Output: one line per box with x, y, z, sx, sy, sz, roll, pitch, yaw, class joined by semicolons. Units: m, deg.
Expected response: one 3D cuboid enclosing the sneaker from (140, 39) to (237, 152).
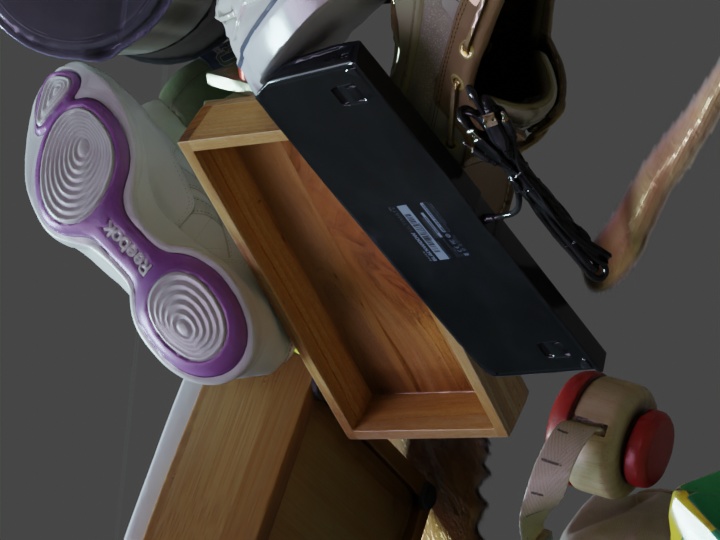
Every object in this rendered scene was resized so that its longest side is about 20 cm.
-0.048;-0.062;1.203;0.067;0.090;0.200;43;177;39;sneaker

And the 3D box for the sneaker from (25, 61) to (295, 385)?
-0.105;-0.021;1.081;0.200;0.075;0.100;56;-161;17;sneaker

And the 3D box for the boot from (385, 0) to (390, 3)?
-0.033;-0.247;1.005;0.188;0.068;0.201;42;144;55;boot

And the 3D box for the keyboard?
0.049;-0.025;0.916;0.127;0.021;0.200;-7;133;47;keyboard

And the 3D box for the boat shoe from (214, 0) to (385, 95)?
-0.034;-0.130;0.949;0.066;0.072;0.200;57;176;-2;boat shoe

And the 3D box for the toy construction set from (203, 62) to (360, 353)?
-0.011;-0.028;1.117;0.131;0.092;0.201;37;152;58;toy construction set

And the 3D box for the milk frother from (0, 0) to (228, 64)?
-0.182;-0.180;1.155;0.181;0.200;0.188;60;-170;1;milk frother

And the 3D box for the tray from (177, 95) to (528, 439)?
0.000;0.000;1.019;0.098;0.037;0.200;-4;130;34;tray

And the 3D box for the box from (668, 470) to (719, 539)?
0.167;0.148;0.739;0.048;0.117;0.201;50;151;48;box

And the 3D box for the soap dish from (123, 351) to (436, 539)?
-0.038;0.142;1.155;0.081;0.158;0.200;5;154;32;soap dish

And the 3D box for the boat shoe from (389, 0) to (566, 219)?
0.054;-0.083;0.908;0.066;0.074;0.200;29;146;28;boat shoe

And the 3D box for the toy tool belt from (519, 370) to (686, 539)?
0.144;0.136;0.831;0.123;0.125;0.201;13;128;31;toy tool belt
